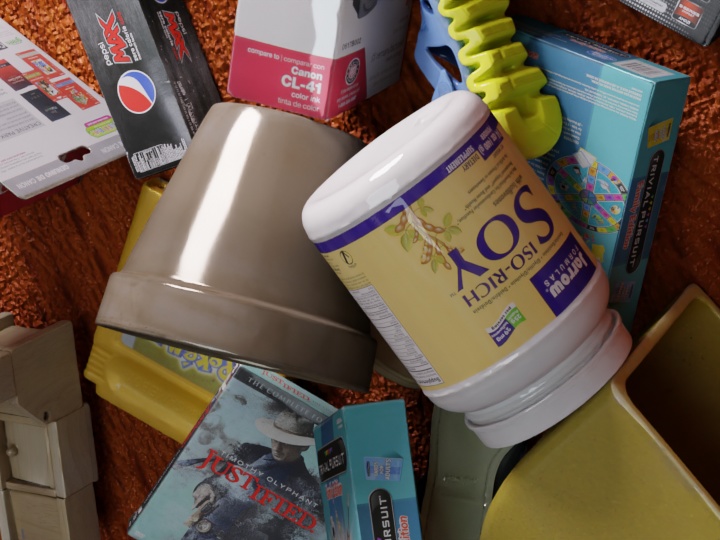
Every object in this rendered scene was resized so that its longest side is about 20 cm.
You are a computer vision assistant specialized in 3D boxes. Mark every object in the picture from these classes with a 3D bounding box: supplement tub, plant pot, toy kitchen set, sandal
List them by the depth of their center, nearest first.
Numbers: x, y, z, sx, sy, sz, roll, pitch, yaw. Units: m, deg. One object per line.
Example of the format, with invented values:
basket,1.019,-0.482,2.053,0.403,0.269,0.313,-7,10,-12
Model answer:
supplement tub,0.072,0.000,1.167,0.145,0.145,0.200,-32,101,29
sandal,0.064,-0.163,1.225,0.087,0.079,0.201,-20,85,50
plant pot,0.199,0.167,1.258,0.196,0.194,0.200,51,124,2
plant pot,-0.069,-0.019,1.264,0.199,0.200,0.175,13,86,20
toy kitchen set,-0.342,0.154,1.485,0.162,0.180,0.201,5,109,32

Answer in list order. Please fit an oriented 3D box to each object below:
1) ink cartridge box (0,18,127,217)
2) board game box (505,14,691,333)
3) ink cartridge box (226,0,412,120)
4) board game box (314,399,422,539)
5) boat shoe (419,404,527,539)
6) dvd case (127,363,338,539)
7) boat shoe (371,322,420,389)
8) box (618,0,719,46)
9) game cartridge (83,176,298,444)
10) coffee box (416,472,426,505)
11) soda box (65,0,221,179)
ink cartridge box,-0.287,-0.099,1.378,0.175,0.200,0.084,37,118,11
board game box,0.139,-0.062,1.261,0.151,0.047,0.201,28,118,38
ink cartridge box,-0.017,-0.222,1.250,0.085,0.148,0.201,18,114,18
board game box,0.009,0.204,1.296,0.047,0.151,0.201,-6,80,-11
boat shoe,0.087,0.139,1.346,0.074,0.066,0.201,10,78,4
dvd case,-0.083,0.178,1.453,0.146,0.022,0.200,31,116,-9
boat shoe,0.000,0.000,1.358,0.065,0.072,0.200,-42,81,30
box,0.188,-0.269,1.201,0.199,0.044,0.161,32,117,12
game cartridge,-0.128,0.050,1.451,0.176,0.032,0.201,28,115,14
coffee box,0.036,0.259,1.402,0.123,0.044,0.200,44,98,6
soda box,-0.169,-0.178,1.375,0.063,0.071,0.201,-16,100,26
